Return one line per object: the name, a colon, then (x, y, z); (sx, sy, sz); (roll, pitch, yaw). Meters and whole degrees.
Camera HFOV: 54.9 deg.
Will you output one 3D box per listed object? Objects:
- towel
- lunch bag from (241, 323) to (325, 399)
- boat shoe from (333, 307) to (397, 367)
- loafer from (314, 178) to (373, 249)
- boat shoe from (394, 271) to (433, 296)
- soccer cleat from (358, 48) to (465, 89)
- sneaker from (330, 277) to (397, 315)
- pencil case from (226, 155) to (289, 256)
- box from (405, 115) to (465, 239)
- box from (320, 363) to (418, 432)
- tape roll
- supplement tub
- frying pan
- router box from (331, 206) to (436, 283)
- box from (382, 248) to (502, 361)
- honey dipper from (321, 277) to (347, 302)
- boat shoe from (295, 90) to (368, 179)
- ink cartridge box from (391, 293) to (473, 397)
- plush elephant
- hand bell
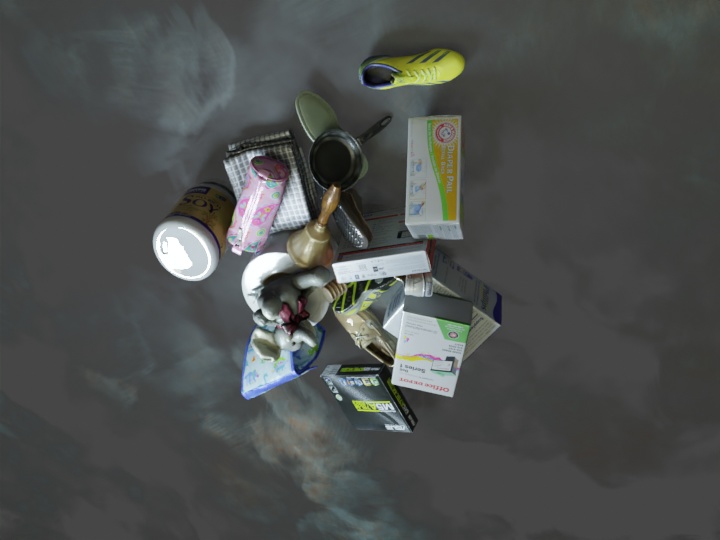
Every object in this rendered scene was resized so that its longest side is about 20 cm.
towel: (-0.184, -0.177, 1.445); (0.161, 0.086, 0.204); (-7, 121, 17)
lunch bag: (-0.187, 0.201, 1.630); (0.167, 0.202, 0.128); (-27, 114, 27)
boat shoe: (0.016, 0.150, 1.628); (0.199, 0.066, 0.072); (41, 123, -15)
loafer: (-0.023, -0.133, 1.389); (0.070, 0.202, 0.074); (-22, 153, -20)
boat shoe: (0.096, -0.008, 1.416); (0.068, 0.202, 0.073); (-3, 121, -6)
soccer cleat: (0.091, -0.358, 1.255); (0.194, 0.084, 0.066); (0, 124, 13)
sneaker: (0.025, 0.031, 1.551); (0.197, 0.077, 0.076); (-32, 153, 17)
pencil case: (-0.207, -0.127, 1.383); (0.086, 0.088, 0.203); (25, 124, -4)
box: (0.141, -0.171, 1.288); (0.098, 0.207, 0.112); (0, 169, 13)
box: (0.020, 0.317, 1.719); (0.196, 0.048, 0.196); (-7, 121, 40)
tape roll: (-0.148, 0.009, 1.529); (0.196, 0.140, 0.207); (6, 124, 9)
supplement tub: (-0.336, -0.092, 1.468); (0.141, 0.202, 0.149); (7, 126, 9)
frying pan: (-0.030, -0.244, 1.334); (0.114, 0.031, 0.193); (32, 83, -22)
router box: (0.056, -0.058, 1.408); (0.194, 0.181, 0.050); (-8, 124, 19)
box: (0.181, 0.091, 1.523); (0.198, 0.106, 0.185); (34, 125, -9)
honey dipper: (0.000, 0.000, 1.470); (0.038, 0.198, 0.039); (36, 147, 30)
boat shoe: (-0.065, -0.263, 1.368); (0.072, 0.060, 0.202); (-43, 110, -12)
ink cartridge box: (0.148, 0.155, 1.457); (0.140, 0.085, 0.204); (11, 125, 6)
plush elephant: (-0.144, 0.101, 1.410); (0.198, 0.163, 0.158); (-7, 112, 52)
hand bell: (-0.073, -0.101, 1.363); (0.102, 0.106, 0.202); (24, 138, -4)
